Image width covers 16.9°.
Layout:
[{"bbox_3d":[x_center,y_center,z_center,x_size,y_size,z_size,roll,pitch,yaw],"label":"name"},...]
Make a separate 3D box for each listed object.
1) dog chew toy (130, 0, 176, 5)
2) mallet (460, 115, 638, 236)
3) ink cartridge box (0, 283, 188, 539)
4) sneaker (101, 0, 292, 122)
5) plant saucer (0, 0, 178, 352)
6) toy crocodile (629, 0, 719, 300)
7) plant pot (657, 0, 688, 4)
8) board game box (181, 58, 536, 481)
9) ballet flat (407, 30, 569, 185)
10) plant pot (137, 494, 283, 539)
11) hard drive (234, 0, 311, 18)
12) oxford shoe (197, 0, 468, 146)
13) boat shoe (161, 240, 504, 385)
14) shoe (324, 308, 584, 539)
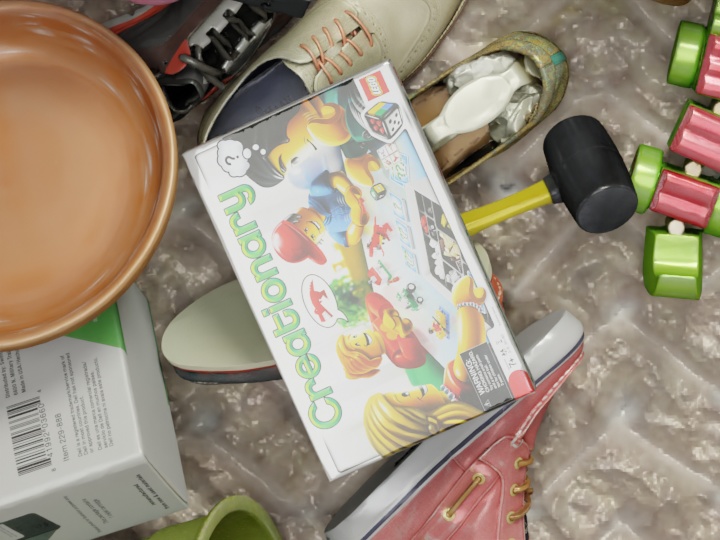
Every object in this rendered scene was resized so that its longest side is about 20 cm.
[{"bbox_3d":[-0.160,-0.213,1.334,0.200,0.124,0.125,30,100,17],"label":"dog chew toy"},{"bbox_3d":[0.061,-0.019,1.366,0.200,0.066,0.041,-28,139,-5],"label":"mallet"},{"bbox_3d":[-0.214,0.089,1.387,0.199,0.084,0.146,-18,61,7],"label":"ink cartridge box"},{"bbox_3d":[-0.080,-0.130,1.365,0.200,0.082,0.077,-38,129,16],"label":"sneaker"},{"bbox_3d":[-0.194,-0.049,1.321,0.199,0.037,0.201,-3,72,8],"label":"plant saucer"},{"bbox_3d":[0.197,-0.081,1.371,0.067,0.062,0.201,18,99,2],"label":"toy crocodile"},{"bbox_3d":[0.184,-0.251,1.296,0.186,0.186,0.200,31,113,0],"label":"plant pot"},{"bbox_3d":[0.000,0.000,1.338,0.126,0.035,0.201,-24,94,6],"label":"board game box"},{"bbox_3d":[0.031,-0.070,1.384,0.200,0.071,0.071,-34,94,9],"label":"ballet flat"},{"bbox_3d":[-0.149,0.235,1.396,0.189,0.200,0.201,-6,98,18],"label":"plant pot"},{"bbox_3d":[-0.113,-0.220,1.268,0.199,0.033,0.140,14,64,-10],"label":"hard drive"},{"bbox_3d":[-0.011,-0.120,1.375,0.200,0.074,0.071,-44,93,9],"label":"oxford shoe"},{"bbox_3d":[-0.014,0.035,1.405,0.199,0.071,0.063,-14,139,5],"label":"boat shoe"},{"bbox_3d":[0.077,0.118,1.408,0.091,0.071,0.200,44,104,-4],"label":"shoe"}]
